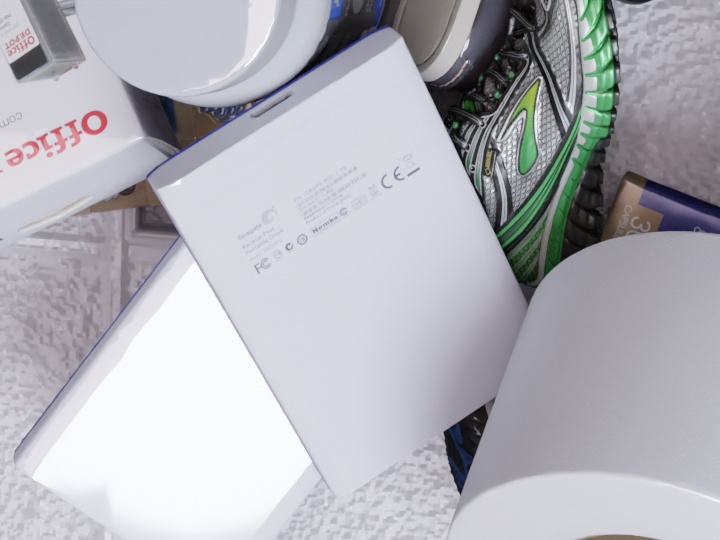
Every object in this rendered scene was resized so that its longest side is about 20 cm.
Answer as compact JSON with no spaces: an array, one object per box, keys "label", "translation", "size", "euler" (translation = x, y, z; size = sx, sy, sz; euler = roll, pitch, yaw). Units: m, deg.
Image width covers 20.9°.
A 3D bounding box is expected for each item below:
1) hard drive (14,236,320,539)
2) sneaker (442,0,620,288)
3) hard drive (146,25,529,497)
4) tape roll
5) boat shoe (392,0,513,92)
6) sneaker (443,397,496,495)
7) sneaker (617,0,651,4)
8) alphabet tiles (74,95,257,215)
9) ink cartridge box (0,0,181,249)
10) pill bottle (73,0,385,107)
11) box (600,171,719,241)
[{"label":"hard drive","translation":[-0.062,0.053,0.990],"size":[0.132,0.025,0.200],"euler":[36,95,-18]},{"label":"sneaker","translation":[0.080,-0.078,0.955],"size":[0.085,0.078,0.200],"euler":[3,118,-3]},{"label":"hard drive","translation":[0.000,0.000,0.936],"size":[0.132,0.025,0.200],"euler":[-33,123,-8]},{"label":"tape roll","translation":[0.153,0.098,0.898],"size":[0.203,0.139,0.203],"euler":[15,144,11]},{"label":"boat shoe","translation":[0.084,-0.181,0.987],"size":[0.063,0.073,0.200],"euler":[20,100,-36]},{"label":"sneaker","translation":[0.108,0.133,1.027],"size":[0.077,0.076,0.200],"euler":[-28,91,-11]},{"label":"sneaker","translation":[0.187,-0.199,0.919],"size":[0.076,0.114,0.199],"euler":[36,107,-26]},{"label":"alphabet tiles","translation":[-0.094,-0.120,1.051],"size":[0.200,0.008,0.167],"euler":[-6,98,12]},{"label":"ink cartridge box","translation":[-0.202,-0.120,1.009],"size":[0.147,0.083,0.200],"euler":[-26,84,4]},{"label":"pill bottle","translation":[-0.059,-0.137,0.933],"size":[0.114,0.200,0.114],"euler":[2,100,11]},{"label":"box","translation":[0.207,0.041,1.002],"size":[0.200,0.032,0.121],"euler":[21,103,7]}]
